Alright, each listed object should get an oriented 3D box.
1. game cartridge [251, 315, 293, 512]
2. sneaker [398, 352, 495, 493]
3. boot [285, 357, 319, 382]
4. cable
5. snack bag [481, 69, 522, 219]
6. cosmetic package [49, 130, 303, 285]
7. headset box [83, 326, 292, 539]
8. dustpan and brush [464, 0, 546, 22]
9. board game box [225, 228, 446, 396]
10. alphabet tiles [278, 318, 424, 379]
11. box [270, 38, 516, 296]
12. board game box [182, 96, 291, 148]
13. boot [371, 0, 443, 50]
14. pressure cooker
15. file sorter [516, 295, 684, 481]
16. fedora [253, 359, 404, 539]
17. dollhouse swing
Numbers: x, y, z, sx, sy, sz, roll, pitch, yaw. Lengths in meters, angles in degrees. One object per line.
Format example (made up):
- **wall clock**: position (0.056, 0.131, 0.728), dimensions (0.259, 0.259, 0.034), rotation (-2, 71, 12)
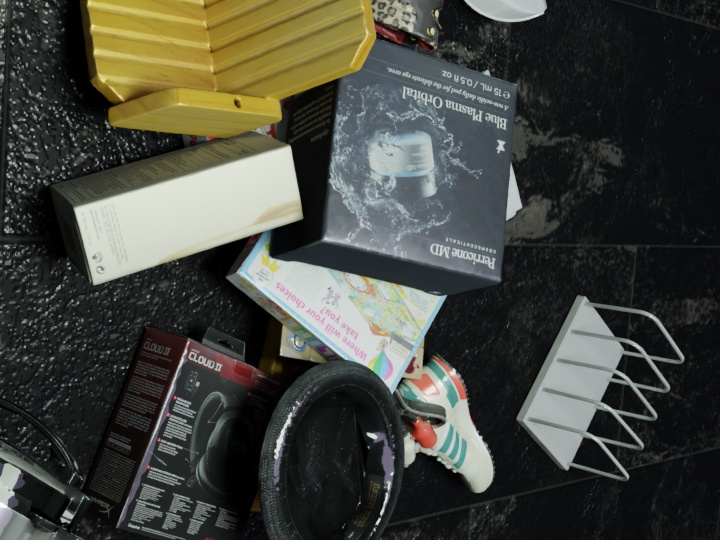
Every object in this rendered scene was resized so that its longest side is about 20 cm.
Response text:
- **game cartridge**: position (-0.050, 0.164, 1.229), dimensions (0.175, 0.032, 0.203), rotation (18, 84, -44)
- **sneaker**: position (0.093, 0.199, 1.361), dimensions (0.093, 0.070, 0.201), rotation (-30, 121, -15)
- **boot**: position (-0.037, 0.087, 1.187), dimensions (0.075, 0.073, 0.203), rotation (-4, 93, -74)
- **cable**: position (0.048, 0.162, 1.227), dimensions (0.096, 0.051, 0.200), rotation (-20, 154, -1)
- **snack bag**: position (0.108, -0.110, 1.322), dimensions (0.199, 0.021, 0.191), rotation (-34, 119, -35)
- **cosmetic package**: position (-0.161, -0.059, 1.001), dimensions (0.198, 0.105, 0.072), rotation (-18, 111, -21)
- **headset box**: position (-0.160, 0.157, 1.091), dimensions (0.148, 0.077, 0.202), rotation (28, 76, -43)
- **dustpan and brush**: position (0.129, -0.352, 1.316), dimensions (0.199, 0.057, 0.141), rotation (-20, 99, -47)
- **board game box**: position (-0.018, 0.012, 1.120), dimensions (0.200, 0.034, 0.135), rotation (40, 65, -18)
- **alphabet tiles**: position (0.000, 0.000, 1.159), dimensions (0.165, 0.008, 0.203), rotation (12, 75, -28)
- **box**: position (0.034, -0.095, 1.080), dimensions (0.195, 0.117, 0.203), rotation (12, 78, -27)
- **board game box**: position (-0.085, -0.141, 1.137), dimensions (0.199, 0.046, 0.153), rotation (-28, 115, -38)
- **boot**: position (0.092, -0.314, 1.233), dimensions (0.198, 0.073, 0.152), rotation (18, 87, -18)
- **pressure cooker**: position (-0.315, 0.195, 0.877), dimensions (0.176, 0.178, 0.202), rotation (41, 70, -37)
- **file sorter**: position (0.329, 0.162, 1.533), dimensions (0.139, 0.124, 0.201), rotation (46, 66, -37)
- **fedora**: position (-0.047, 0.182, 1.089), dimensions (0.199, 0.091, 0.204), rotation (-5, 98, -42)
- **dollhouse swing**: position (-0.116, -0.238, 0.965), dimensions (0.180, 0.175, 0.203), rotation (0, 78, -44)
